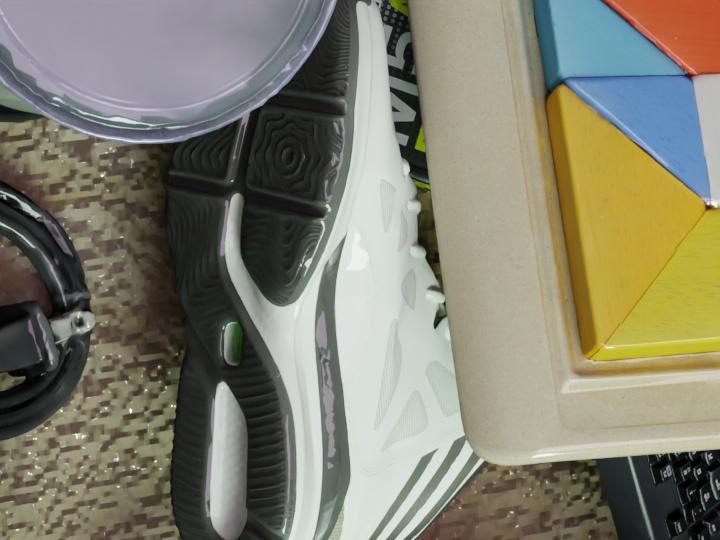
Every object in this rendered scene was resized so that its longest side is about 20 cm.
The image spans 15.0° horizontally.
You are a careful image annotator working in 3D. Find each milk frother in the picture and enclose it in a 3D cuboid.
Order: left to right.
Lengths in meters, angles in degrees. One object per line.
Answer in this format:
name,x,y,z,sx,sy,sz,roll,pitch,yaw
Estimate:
milk frother,-0.095,-0.049,0.828,0.180,0.188,0.200,-31,104,-14

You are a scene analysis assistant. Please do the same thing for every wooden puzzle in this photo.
wooden puzzle,0.122,-0.036,0.873,0.200,0.037,0.185,-5,75,-9

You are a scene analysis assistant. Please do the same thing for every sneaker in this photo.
sneaker,0.000,0.000,0.908,0.115,0.076,0.201,-1,100,-47

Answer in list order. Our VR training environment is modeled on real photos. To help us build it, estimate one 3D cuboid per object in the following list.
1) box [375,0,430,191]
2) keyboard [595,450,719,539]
box,0.032,-0.129,0.943,0.160,0.044,0.200,19,88,-21
keyboard,0.096,0.011,0.931,0.104,0.040,0.200,-30,111,-33
